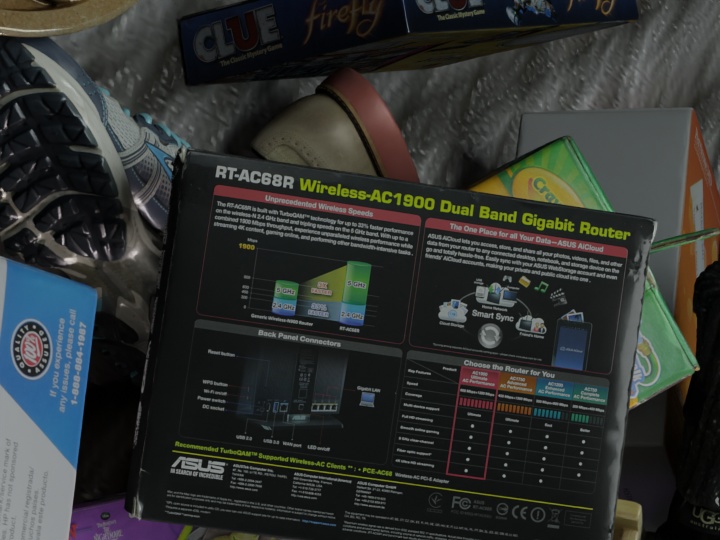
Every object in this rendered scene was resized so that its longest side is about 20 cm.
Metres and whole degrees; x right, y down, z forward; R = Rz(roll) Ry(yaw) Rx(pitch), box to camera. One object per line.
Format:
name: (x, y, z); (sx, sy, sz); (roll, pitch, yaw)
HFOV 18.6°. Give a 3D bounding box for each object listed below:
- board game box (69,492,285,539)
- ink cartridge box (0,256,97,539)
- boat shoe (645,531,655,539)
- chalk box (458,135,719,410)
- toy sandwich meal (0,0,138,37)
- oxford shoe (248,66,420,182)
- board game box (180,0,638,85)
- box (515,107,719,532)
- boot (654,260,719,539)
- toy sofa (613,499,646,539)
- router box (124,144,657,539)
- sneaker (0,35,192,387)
board game box: (-0.091, 0.154, 0.940); (0.200, 0.032, 0.120); (-8, 92, -40)
ink cartridge box: (-0.204, 0.054, 0.787); (0.200, 0.084, 0.145); (21, 66, -40)
boat shoe: (0.165, 0.188, 1.071); (0.200, 0.074, 0.076); (-83, -173, -76)
chalk box: (0.066, 0.019, 1.005); (0.200, 0.124, 0.124); (-30, 90, -9)
toy sandwich meal: (-0.154, -0.185, 0.881); (0.205, 0.070, 0.205); (17, 55, -27)
oxford shoe: (0.000, 0.000, 1.100); (0.075, 0.070, 0.200); (-31, 115, -18)
board game box: (0.027, -0.124, 1.085); (0.200, 0.135, 0.035); (-11, 91, -52)
box: (0.134, 0.029, 1.181); (0.124, 0.097, 0.200); (59, 35, -56)
boot: (0.210, 0.064, 1.091); (0.211, 0.079, 0.158); (-26, 126, -65)
toy sofa: (0.077, 0.205, 1.042); (0.098, 0.083, 0.200); (71, 32, -64)
router box: (0.011, 0.038, 0.902); (0.200, 0.062, 0.150); (9, 88, -7)
sneaker: (-0.110, -0.036, 0.960); (0.200, 0.078, 0.086); (60, 33, -36)
